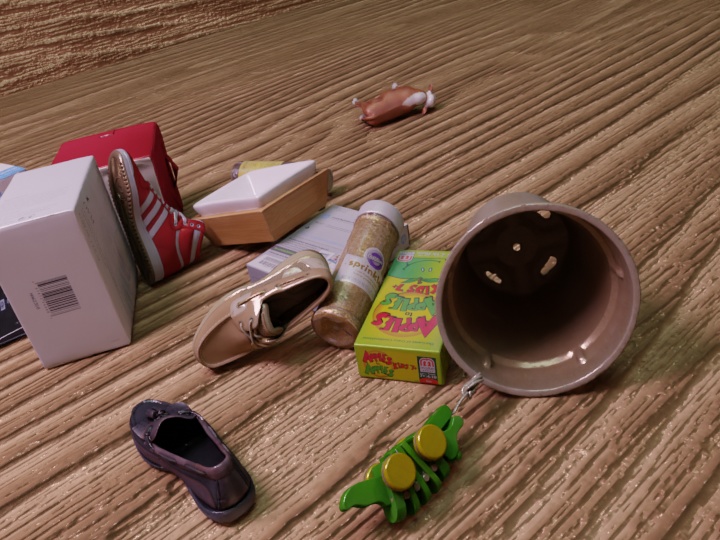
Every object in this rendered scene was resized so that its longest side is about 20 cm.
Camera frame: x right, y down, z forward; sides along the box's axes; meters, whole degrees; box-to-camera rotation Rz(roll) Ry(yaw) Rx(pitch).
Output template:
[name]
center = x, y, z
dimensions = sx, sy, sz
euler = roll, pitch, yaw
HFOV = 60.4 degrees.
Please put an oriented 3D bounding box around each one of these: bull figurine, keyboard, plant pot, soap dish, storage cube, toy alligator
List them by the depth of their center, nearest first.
[toy alligator]
center = 0.065, 0.169, 0.566
dimensions = 0.198, 0.059, 0.055
euler = -32, 79, -33
[plant pot]
center = 0.182, 0.002, 0.686
dimensions = 0.195, 0.206, 0.184
euler = -4, 20, 9
[keyboard]
center = -0.525, 0.047, 0.958
dimensions = 0.125, 0.021, 0.199
euler = -30, 37, -18
[soap dish]
center = -0.160, -0.106, 0.999
dimensions = 0.197, 0.083, 0.157
euler = -2, 29, 43
[storage cube]
center = -0.408, -0.129, 1.056
dimensions = 0.195, 0.175, 0.181
euler = -14, 32, -8
[bull figurine]
center = 0.078, -0.388, 1.430
dimensions = 0.196, 0.067, 0.121
euler = -21, 29, -21

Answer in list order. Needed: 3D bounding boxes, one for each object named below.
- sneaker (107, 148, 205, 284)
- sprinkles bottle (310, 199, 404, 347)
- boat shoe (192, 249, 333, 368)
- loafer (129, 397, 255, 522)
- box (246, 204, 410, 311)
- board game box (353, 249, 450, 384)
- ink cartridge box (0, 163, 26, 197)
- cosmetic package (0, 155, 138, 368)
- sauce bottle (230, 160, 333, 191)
[sneaker]
center = -0.310, -0.095, 0.957
dimensions = 0.111, 0.205, 0.070
euler = -26, 21, -38
[sprinkles bottle]
center = 0.000, 0.000, 0.793
dimensions = 0.067, 0.069, 0.203
euler = 4, 48, 22
[boat shoe]
center = -0.118, 0.053, 0.729
dimensions = 0.199, 0.072, 0.065
euler = -39, 29, 5
[loafer]
center = -0.175, 0.169, 0.619
dimensions = 0.071, 0.064, 0.198
euler = -33, 38, -33
[box]
center = -0.045, -0.024, 0.910
dimensions = 0.153, 0.042, 0.199
euler = 17, 42, 36
[board game box]
center = 0.071, 0.048, 0.755
dimensions = 0.099, 0.049, 0.201
euler = 3, 34, 19
[ink cartridge box]
center = -0.721, -0.149, 1.232
dimensions = 0.196, 0.118, 0.068
euler = 14, 38, 33
[cosmetic package]
center = -0.398, -0.019, 0.851
dimensions = 0.120, 0.204, 0.201
euler = -16, 32, -9
[sauce bottle]
center = -0.146, -0.170, 1.148
dimensions = 0.195, 0.066, 0.065
euler = 5, 34, 24
